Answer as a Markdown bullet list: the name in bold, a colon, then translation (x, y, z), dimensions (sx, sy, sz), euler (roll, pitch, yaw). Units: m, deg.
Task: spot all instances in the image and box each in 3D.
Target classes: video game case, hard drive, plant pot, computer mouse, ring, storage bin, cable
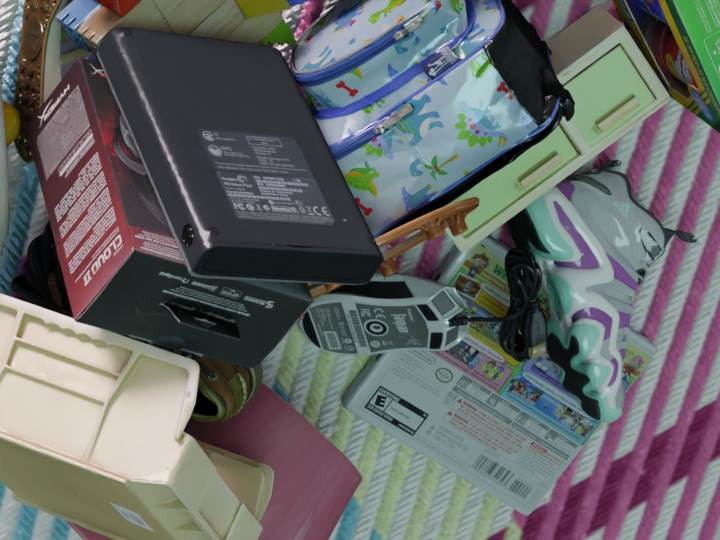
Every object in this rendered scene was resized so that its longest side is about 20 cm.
- **video game case**: translation (0.115, 0.085, 1.669), dimensions (0.200, 0.022, 0.182), euler (32, 102, -22)
- **hard drive**: translation (-0.080, -0.078, 1.346), dimensions (0.139, 0.200, 0.033), euler (3, 137, -36)
- **plant pot**: translation (-0.103, 0.185, 1.578), dimensions (0.179, 0.200, 0.200), euler (-49, 115, -8)
- **computer mouse**: translation (0.047, 0.027, 1.586), dimensions (0.199, 0.044, 0.110), euler (0, 138, 15)
- **ring**: translation (0.000, 0.000, 1.476), dimensions (0.200, 0.200, 0.019), euler (-27, 87, -1)
- **storage bin**: translation (-0.175, 0.115, 1.405), dimensions (0.094, 0.198, 0.200), euler (-65, 159, -19)
- **cable**: translation (-0.160, -0.006, 1.499), dimensions (0.163, 0.200, 0.051), euler (17, 144, 14)

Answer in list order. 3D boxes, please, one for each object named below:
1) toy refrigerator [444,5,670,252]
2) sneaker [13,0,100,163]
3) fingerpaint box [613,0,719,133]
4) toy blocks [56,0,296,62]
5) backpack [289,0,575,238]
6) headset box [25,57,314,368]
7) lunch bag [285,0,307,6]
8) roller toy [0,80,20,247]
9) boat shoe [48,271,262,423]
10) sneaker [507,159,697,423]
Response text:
- **toy refrigerator**: translation (0.131, -0.108, 1.565), dimensions (0.200, 0.070, 0.076), euler (-36, 115, 3)
- **sneaker**: translation (-0.192, -0.174, 1.470), dimensions (0.090, 0.067, 0.201), euler (1, 106, -33)
- **fingerpaint box**: translation (0.234, -0.211, 1.492), dimensions (0.073, 0.167, 0.200), euler (-30, 117, -2)
- **toy blocks**: translation (-0.144, -0.188, 1.411), dimensions (0.137, 0.100, 0.200), euler (-44, 138, -12)
- **backpack**: translation (0.029, -0.129, 1.473), dimensions (0.200, 0.183, 0.147), euler (-37, 109, 12)
- **headset box**: translation (-0.127, -0.031, 1.359), dimensions (0.149, 0.200, 0.077), euler (18, 127, -37)
- **lunch bag**: translation (-0.007, -0.301, 1.423), dimensions (0.200, 0.124, 0.170), euler (-32, 118, -7)
- **roller toy**: translation (-0.304, -0.097, 1.400), dimensions (0.139, 0.200, 0.183), euler (-5, 107, -11)
- **boat shoe**: translation (-0.172, 0.051, 1.515), dimensions (0.199, 0.068, 0.072), euler (21, 118, 14)
- **sneaker**: translation (0.210, 0.010, 1.616), dimensions (0.140, 0.078, 0.201), euler (-22, 104, -19)
